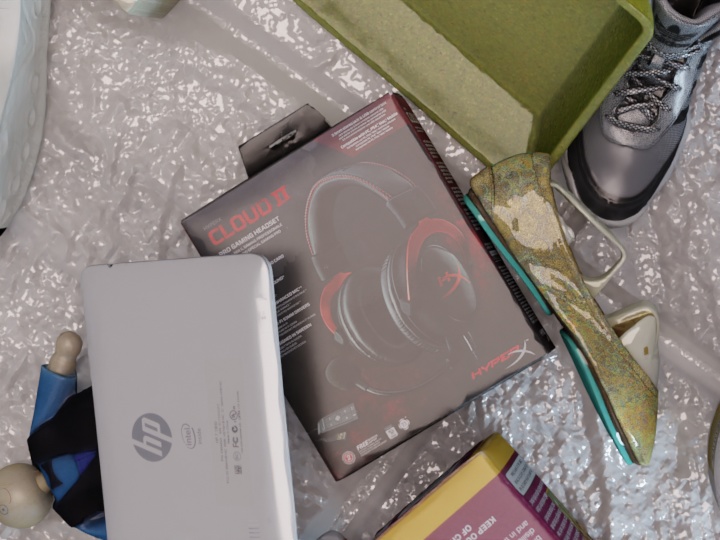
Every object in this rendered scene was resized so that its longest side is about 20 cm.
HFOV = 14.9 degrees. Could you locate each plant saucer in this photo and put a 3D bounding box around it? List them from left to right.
[{"bbox_3d":[0.067,-0.164,1.580,0.200,0.200,0.048,41,57,4],"label":"plant saucer"}]

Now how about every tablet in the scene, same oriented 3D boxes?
[{"bbox_3d":[-0.097,0.093,1.559,0.130,0.014,0.200,-4,92,31],"label":"tablet"}]

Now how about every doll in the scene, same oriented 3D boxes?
[{"bbox_3d":[-0.143,0.096,1.622,0.200,0.048,0.137,-32,85,29],"label":"doll"}]

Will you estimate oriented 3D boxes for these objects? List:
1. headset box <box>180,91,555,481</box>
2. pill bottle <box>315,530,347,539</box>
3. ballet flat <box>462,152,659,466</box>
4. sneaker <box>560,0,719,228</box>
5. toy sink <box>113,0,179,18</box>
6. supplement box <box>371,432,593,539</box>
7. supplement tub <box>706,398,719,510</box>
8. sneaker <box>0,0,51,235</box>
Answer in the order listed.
[{"bbox_3d":[0.000,0.000,1.620,0.149,0.075,0.200,-31,87,6],"label":"headset box"},{"bbox_3d":[0.006,0.259,1.602,0.112,0.112,0.200,-39,87,4],"label":"pill bottle"},{"bbox_3d":[0.135,0.019,1.601,0.071,0.071,0.200,-31,97,5],"label":"ballet flat"},{"bbox_3d":[0.168,-0.122,1.582,0.075,0.114,0.200,17,91,-2],"label":"sneaker"},{"bbox_3d":[-0.105,-0.264,1.613,0.130,0.112,0.200,43,98,4],"label":"toy sink"},{"bbox_3d":[0.101,0.203,1.584,0.103,0.131,0.200,-42,86,5],"label":"supplement box"},{"bbox_3d":[0.266,0.106,1.532,0.144,0.200,0.145,0,90,5],"label":"supplement tub"},{"bbox_3d":[-0.267,-0.125,1.650,0.146,0.081,0.200,8,94,14],"label":"sneaker"}]
